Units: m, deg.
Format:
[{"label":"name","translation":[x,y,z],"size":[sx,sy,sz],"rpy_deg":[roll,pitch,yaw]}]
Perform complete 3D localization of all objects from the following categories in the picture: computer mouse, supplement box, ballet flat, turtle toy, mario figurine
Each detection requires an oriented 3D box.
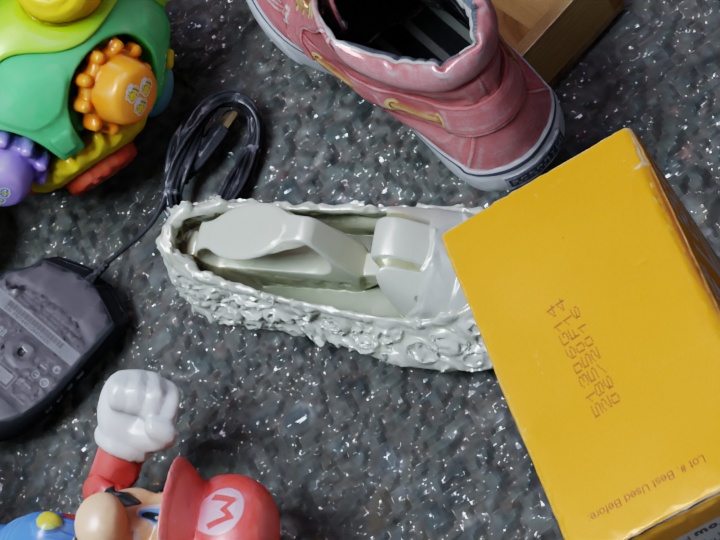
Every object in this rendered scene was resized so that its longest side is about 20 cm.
[{"label":"computer mouse","translation":[-0.113,-0.002,0.911],"size":[0.059,0.034,0.200],"rpy_deg":[40,76,12]},{"label":"supplement box","translation":[0.114,0.061,0.660],"size":[0.073,0.200,0.127],"rpy_deg":[-29,55,11]},{"label":"ballet flat","translation":[0.000,0.000,0.833],"size":[0.198,0.072,0.072],"rpy_deg":[3,64,26]},{"label":"turtle toy","translation":[-0.162,-0.073,0.919],"size":[0.199,0.146,0.102],"rpy_deg":[-32,95,6]},{"label":"mario figurine","translation":[-0.124,0.112,0.799],"size":[0.198,0.106,0.125],"rpy_deg":[-14,92,27]}]

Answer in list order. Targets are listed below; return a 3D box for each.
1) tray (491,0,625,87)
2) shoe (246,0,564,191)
[{"label":"tray","translation":[0.016,-0.138,0.921],"size":[0.099,0.037,0.200],"rpy_deg":[-47,53,-5]},{"label":"shoe","translation":[0.002,-0.116,0.837],"size":[0.071,0.091,0.200],"rpy_deg":[-44,54,-3]}]
